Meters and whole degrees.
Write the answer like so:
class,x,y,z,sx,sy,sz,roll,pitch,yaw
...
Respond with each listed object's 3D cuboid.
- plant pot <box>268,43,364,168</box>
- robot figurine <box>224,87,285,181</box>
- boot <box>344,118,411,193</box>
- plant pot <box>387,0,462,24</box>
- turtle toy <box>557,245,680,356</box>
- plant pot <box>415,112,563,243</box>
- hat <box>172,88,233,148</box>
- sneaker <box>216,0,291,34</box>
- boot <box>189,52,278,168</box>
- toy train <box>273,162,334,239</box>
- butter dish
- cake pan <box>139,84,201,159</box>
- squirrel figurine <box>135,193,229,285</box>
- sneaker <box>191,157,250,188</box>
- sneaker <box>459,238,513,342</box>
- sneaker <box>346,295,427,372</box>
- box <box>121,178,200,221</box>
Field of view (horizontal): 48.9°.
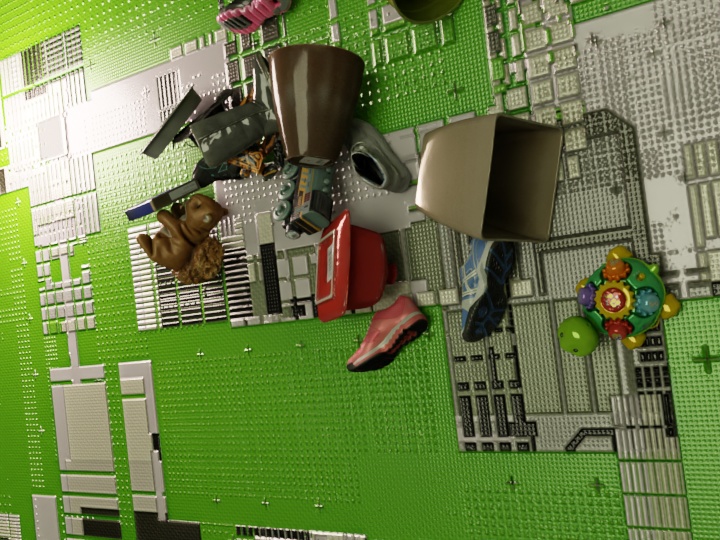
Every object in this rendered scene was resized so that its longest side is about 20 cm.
class,x,y,z,sx,sy,sz,roll,pitch,yaw
plant pot,-0.088,-0.305,1.526,0.187,0.187,0.200,-3,81,34
robot figurine,-0.213,-0.290,1.670,0.145,0.058,0.200,22,90,6
boot,0.010,-0.229,1.535,0.200,0.096,0.074,47,115,23
plant pot,0.081,-0.581,1.434,0.193,0.200,0.200,48,116,36
turtle toy,0.404,0.061,1.281,0.146,0.101,0.200,50,116,22
plant pot,0.209,-0.159,1.361,0.177,0.200,0.200,13,99,45
hat,-0.325,-0.312,1.740,0.201,0.201,0.081,-33,112,30
sneaker,-0.226,-0.581,1.705,0.200,0.079,0.096,-13,63,33
boot,-0.253,-0.326,1.619,0.200,0.073,0.182,-21,84,11
toy train,-0.104,-0.157,1.591,0.114,0.085,0.200,-18,51,35
butter dish,0.000,0.000,1.530,0.199,0.148,0.200,151,123,-71
cake pan,-0.423,-0.328,1.783,0.037,0.200,0.200,38,118,-17
squirrel figurine,-0.371,-0.071,1.793,0.187,0.142,0.200,-35,87,19
sneaker,-0.297,-0.230,1.753,0.200,0.075,0.079,-33,76,30
sneaker,0.218,0.032,1.433,0.077,0.076,0.200,29,108,53
sneaker,0.044,0.126,1.554,0.200,0.074,0.087,-41,56,24
box,-0.461,-0.159,1.814,0.200,0.121,0.032,-6,112,53
